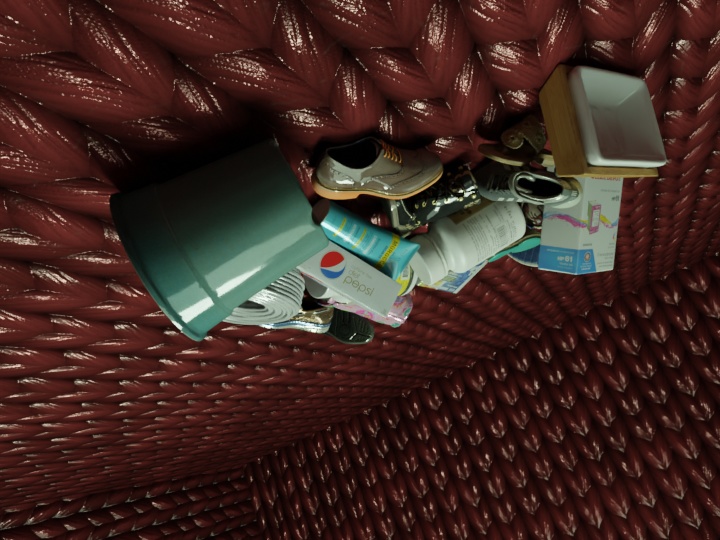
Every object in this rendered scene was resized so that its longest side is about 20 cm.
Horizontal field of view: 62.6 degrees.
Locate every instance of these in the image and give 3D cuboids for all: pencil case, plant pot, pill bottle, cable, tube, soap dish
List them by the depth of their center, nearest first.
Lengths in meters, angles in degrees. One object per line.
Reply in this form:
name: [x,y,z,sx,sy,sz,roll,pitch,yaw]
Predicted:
plant pot: [-0.156,-0.049,0.716,0.196,0.200,0.200,-28,160,-4]
soap dish: [0.353,-0.209,0.868,0.200,0.158,0.081,-6,172,-37]
cable: [-0.190,0.029,0.944,0.200,0.069,0.200,0,158,15]
tube: [0.007,-0.049,0.954,0.200,0.050,0.077,27,108,-35]
pill bottle: [0.183,-0.061,1.063,0.200,0.114,0.114,-31,162,-10]
pill bottle: [0.000,0.000,1.088,0.200,0.113,0.112,-4,154,-38]
pencil case: [0.009,0.057,1.204,0.200,0.088,0.087,19,139,-34]
pencil case: [0.407,-0.114,1.243,0.078,0.090,0.200,-33,158,31]

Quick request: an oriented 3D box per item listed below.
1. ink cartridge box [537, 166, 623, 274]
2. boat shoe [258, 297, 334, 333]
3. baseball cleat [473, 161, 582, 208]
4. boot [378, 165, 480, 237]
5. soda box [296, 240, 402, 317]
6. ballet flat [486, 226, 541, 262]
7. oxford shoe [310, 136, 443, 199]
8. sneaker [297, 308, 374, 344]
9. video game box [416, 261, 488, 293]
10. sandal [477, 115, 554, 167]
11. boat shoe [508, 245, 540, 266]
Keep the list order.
ink cartridge box: [0.415,-0.100,1.116,0.144,0.200,0.085,-5,-170,-41]
boat shoe: [-0.147,0.072,1.191,0.200,0.072,0.072,9,115,-31]
baseball cleat: [0.243,-0.142,0.930,0.106,0.070,0.200,3,-172,-45]
boot: [0.111,-0.120,0.950,0.150,0.073,0.200,-23,164,7]
soda box: [-0.033,0.002,0.962,0.200,0.064,0.068,31,173,-25]
ballet flat: [0.301,-0.068,1.191,0.200,0.065,0.070,-13,159,-47]
oxford shoe: [0.034,-0.145,0.818,0.200,0.071,0.073,-12,153,-24]
sneaker: [-0.049,0.113,1.302,0.199,0.076,0.114,7,-179,25]
video game box: [0.213,-0.034,1.249,0.182,0.047,0.200,-50,151,18]
sandal: [0.255,-0.206,0.920,0.212,0.078,0.070,-8,126,-49]
boat shoe: [0.411,-0.040,1.318,0.072,0.200,0.072,-7,117,-60]
